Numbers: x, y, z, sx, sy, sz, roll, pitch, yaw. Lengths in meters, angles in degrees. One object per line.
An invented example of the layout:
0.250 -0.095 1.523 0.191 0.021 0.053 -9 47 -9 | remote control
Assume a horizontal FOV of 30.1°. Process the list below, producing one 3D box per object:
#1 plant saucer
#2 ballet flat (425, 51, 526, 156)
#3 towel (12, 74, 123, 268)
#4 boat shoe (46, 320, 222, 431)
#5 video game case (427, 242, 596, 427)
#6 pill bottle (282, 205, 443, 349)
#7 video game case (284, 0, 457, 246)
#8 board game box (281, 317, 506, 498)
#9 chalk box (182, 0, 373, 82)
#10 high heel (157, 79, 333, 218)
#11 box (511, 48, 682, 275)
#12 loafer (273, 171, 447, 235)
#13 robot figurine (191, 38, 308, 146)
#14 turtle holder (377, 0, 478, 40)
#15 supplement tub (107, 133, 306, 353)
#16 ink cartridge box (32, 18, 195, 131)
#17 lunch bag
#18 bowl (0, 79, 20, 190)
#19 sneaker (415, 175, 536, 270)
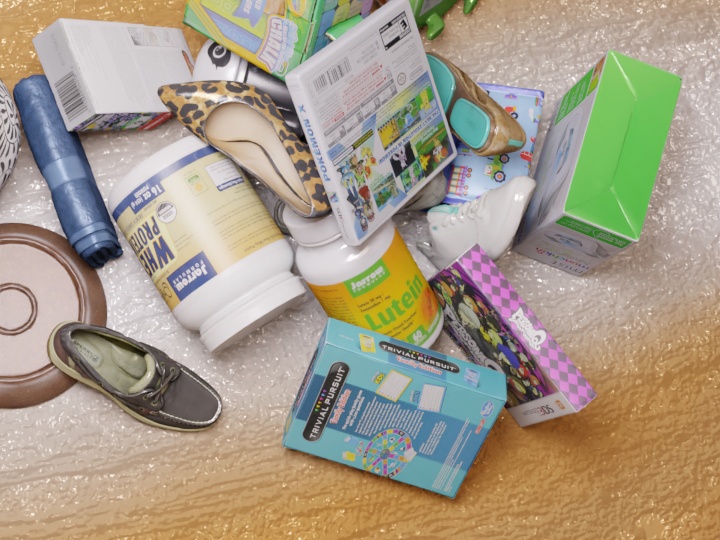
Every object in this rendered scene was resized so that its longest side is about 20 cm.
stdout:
-0.367 0.044 1.410 0.199 0.034 0.202 3 78 -13 | plant saucer
0.120 -0.178 1.455 0.072 0.200 0.068 10 113 -31 | ballet flat
-0.311 -0.103 1.411 0.048 0.112 0.201 -22 84 -4 | towel
-0.230 0.112 1.392 0.200 0.066 0.072 30 75 -18 | boat shoe
0.151 0.075 1.438 0.036 0.181 0.200 -38 89 -17 | video game case
0.000 0.000 1.412 0.111 0.111 0.200 -43 124 -17 | pill bottle
0.016 -0.152 1.336 0.200 0.022 0.183 -43 122 -43 | video game case
0.035 0.148 1.419 0.199 0.151 0.047 19 33 -8 | board game box
-0.062 -0.279 1.378 0.199 0.124 0.124 31 37 17 | chalk box
-0.111 -0.121 1.321 0.199 0.072 0.143 21 30 -13 | high heel
0.265 -0.116 1.506 0.096 0.176 0.201 20 75 -8 | box
-0.005 -0.081 1.465 0.199 0.070 0.070 -15 83 13 | loafer
-0.085 -0.197 1.469 0.199 0.150 0.126 14 83 -6 | robot figurine
0.082 -0.374 1.543 0.132 0.141 0.186 37 82 15 | turtle holder
-0.159 -0.028 1.411 0.144 0.144 0.201 -32 86 -16 | supplement tub
-0.252 -0.210 1.449 0.200 0.050 0.109 -12 77 -59 | ink cartridge box
0.095 -0.142 1.533 0.199 0.094 0.151 12 77 3 | lunch bag
-0.418 -0.143 1.390 0.200 0.094 0.202 3 97 30 | bowl
0.117 -0.050 1.448 0.088 0.200 0.075 32 56 -3 | sneaker
